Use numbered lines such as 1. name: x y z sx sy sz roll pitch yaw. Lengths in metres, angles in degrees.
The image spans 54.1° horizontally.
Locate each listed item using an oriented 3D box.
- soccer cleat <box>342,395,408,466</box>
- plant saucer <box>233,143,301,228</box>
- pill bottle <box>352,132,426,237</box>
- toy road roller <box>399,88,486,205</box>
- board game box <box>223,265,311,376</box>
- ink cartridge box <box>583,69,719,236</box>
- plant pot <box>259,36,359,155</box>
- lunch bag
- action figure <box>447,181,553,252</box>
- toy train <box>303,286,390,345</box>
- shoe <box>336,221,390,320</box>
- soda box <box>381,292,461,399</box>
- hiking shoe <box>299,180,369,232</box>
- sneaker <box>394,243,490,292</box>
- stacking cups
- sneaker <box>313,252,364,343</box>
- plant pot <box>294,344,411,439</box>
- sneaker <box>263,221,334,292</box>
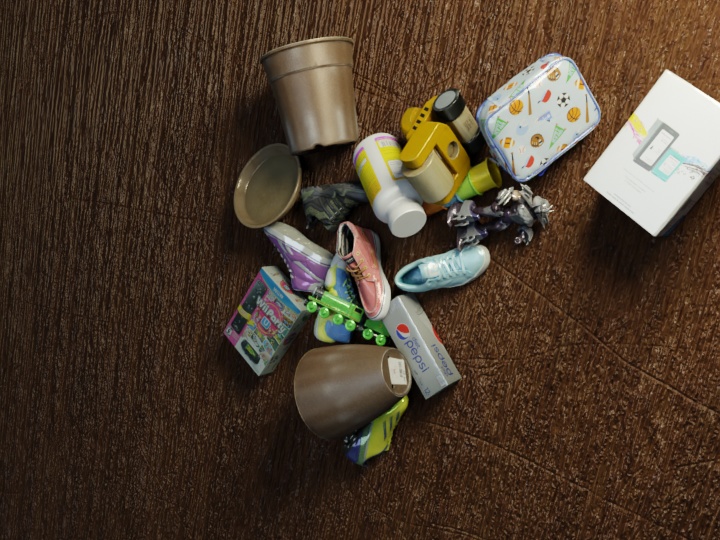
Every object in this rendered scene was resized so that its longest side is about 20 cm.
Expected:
1. soccer cleat: 0.044 0.334 1.483 0.083 0.065 0.201 38 111 -9
2. plant saucer: -0.204 -0.186 1.573 0.196 0.029 0.205 -15 64 31
3. pill bottle: 0.060 -0.164 1.366 0.104 0.103 0.203 -42 50 27
4. toy road roller: 0.130 -0.233 1.320 0.144 0.123 0.202 13 66 49
5. board game box: -0.212 0.114 1.615 0.147 0.064 0.202 44 113 21
6. ink cartridge box: 0.484 -0.179 1.111 0.146 0.146 0.202 43 113 22
7. plant pot: -0.090 -0.348 1.441 0.196 0.199 0.203 -8 97 31
8. lunch bag: 0.301 -0.255 1.206 0.198 0.076 0.161 -37 115 7
9. action figure: 0.258 -0.096 1.282 0.197 0.070 0.131 -11 129 37
10. toy train: -0.023 0.094 1.451 0.196 0.042 0.057 26 87 1
11. shoe: 0.000 0.000 1.419 0.071 0.090 0.204 -28 57 36
12. soda box: 0.118 0.148 1.408 0.063 0.068 0.203 -37 74 30
13. hiking shoe: -0.042 -0.134 1.494 0.197 0.075 0.103 0 102 41
14. sneaker: 0.154 0.003 1.367 0.197 0.081 0.076 -23 83 30
15. stacking cups: 0.172 -0.152 1.357 0.197 0.060 0.062 -22 82 31
16. sneaker: -0.029 0.062 1.504 0.103 0.076 0.205 16 101 9
17. plant pot: 0.000 0.224 1.405 0.198 0.185 0.191 -23 82 37
18. sneaker: -0.154 -0.024 1.566 0.199 0.072 0.116 35 115 26
